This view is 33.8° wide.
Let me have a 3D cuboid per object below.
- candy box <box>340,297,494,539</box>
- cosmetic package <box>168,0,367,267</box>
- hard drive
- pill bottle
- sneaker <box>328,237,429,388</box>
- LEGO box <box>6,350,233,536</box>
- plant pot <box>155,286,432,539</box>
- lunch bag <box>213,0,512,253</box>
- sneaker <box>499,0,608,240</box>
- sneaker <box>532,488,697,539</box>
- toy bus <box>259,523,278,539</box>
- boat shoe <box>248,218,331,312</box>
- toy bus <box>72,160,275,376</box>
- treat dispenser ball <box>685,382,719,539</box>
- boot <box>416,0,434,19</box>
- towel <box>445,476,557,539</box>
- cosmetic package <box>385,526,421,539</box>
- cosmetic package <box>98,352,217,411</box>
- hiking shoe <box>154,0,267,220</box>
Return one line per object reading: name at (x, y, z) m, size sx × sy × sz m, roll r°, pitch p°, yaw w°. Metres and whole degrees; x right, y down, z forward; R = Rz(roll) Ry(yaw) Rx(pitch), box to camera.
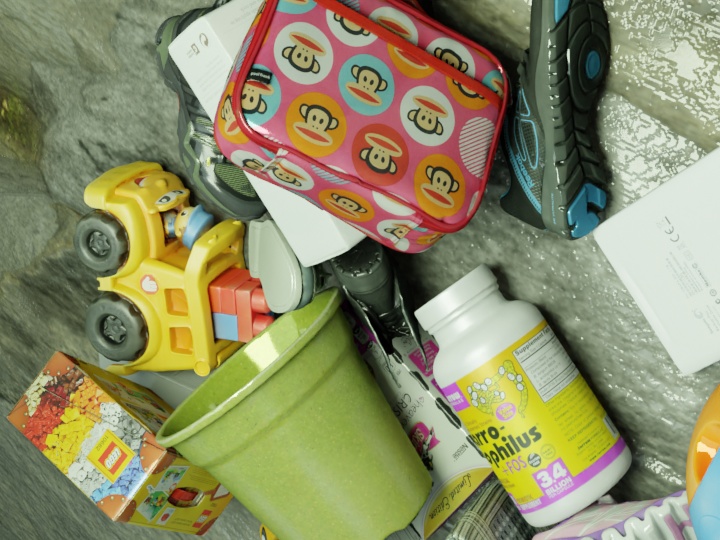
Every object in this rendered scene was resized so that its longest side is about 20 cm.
candy box at (0.038, 0.128, 1.086) m, size 0.200 × 0.061 × 0.137 m, roll 46°, pitch 132°, yaw 13°
cosmetic package at (-0.048, -0.116, 0.912) m, size 0.074 × 0.101 × 0.202 m, roll -21°, pitch 102°, yaw 55°
hard drive at (0.275, -0.021, 0.840) m, size 0.199 × 0.025 × 0.133 m, roll -37°, pitch 85°, yaw 44°
pill bottle at (0.127, 0.098, 0.967) m, size 0.104 × 0.104 × 0.202 m, roll -37°, pitch 85°, yaw 44°
sneaker at (0.003, -0.002, 1.023) m, size 0.105 × 0.059 × 0.201 m, roll 62°, pitch -178°, yaw -40°
LEGO box at (-0.212, 0.167, 1.110) m, size 0.148 × 0.200 × 0.078 m, roll 37°, pitch 87°, yaw 22°
plant pot at (-0.041, 0.149, 1.007) m, size 0.185 × 0.200 × 0.199 m, roll 51°, pitch 134°, yaw -7°
lunch bag at (0.007, -0.127, 0.851) m, size 0.198 × 0.179 × 0.082 m, roll 25°, pitch 158°, yaw -16°
sneaker at (0.134, -0.124, 0.879) m, size 0.081 × 0.073 × 0.204 m, roll 17°, pitch 117°, yaw 43°
sneaker at (0.214, 0.208, 0.926) m, size 0.197 × 0.089 × 0.082 m, roll -23°, pitch 108°, yaw -1°
toy bus at (-0.063, 0.227, 1.175) m, size 0.200 × 0.064 × 0.080 m, roll 116°, pitch 143°, yaw -65°
boat shoe at (-0.057, -0.010, 1.035) m, size 0.200 × 0.061 × 0.074 m, roll -144°, pitch 56°, yaw -73°
toy bus at (-0.167, 0.002, 1.163) m, size 0.189 × 0.136 × 0.204 m, roll 4°, pitch 111°, yaw 24°
treat dispenser ball at (0.311, 0.140, 0.764) m, size 0.199 × 0.200 × 0.204 m, roll 18°, pitch 121°, yaw 33°
boot at (-0.005, -0.153, 0.977) m, size 0.198 × 0.076 × 0.171 m, roll -14°, pitch 97°, yaw 37°
towel at (0.156, 0.269, 0.969) m, size 0.034 × 0.192 × 0.202 m, roll -35°, pitch 83°, yaw 20°
cosmetic package at (-0.023, 0.309, 1.209) m, size 0.051 × 0.082 × 0.200 m, roll 54°, pitch 133°, yaw 9°
cosmetic package at (-0.184, 0.139, 1.263) m, size 0.198 × 0.090 × 0.108 m, roll 23°, pitch 124°, yaw 34°
hiking shoe at (-0.120, -0.145, 1.080) m, size 0.100 × 0.075 × 0.203 m, roll -14°, pitch 100°, yaw 46°
